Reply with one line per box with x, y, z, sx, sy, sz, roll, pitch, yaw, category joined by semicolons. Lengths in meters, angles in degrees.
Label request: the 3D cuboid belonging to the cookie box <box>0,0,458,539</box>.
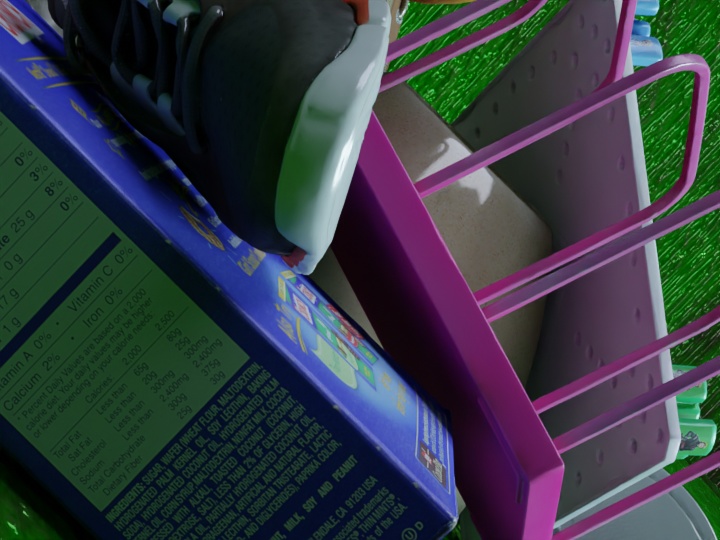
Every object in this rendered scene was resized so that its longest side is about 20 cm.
-0.067;0.009;0.652;0.200;0.075;0.171;45;5;-2;cookie box

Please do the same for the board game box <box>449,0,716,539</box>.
0.083;0.006;0.966;0.200;0.026;0.202;136;-48;-61;board game box

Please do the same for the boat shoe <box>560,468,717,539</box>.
0.151;0.173;1.021;0.201;0.074;0.060;60;8;33;boat shoe

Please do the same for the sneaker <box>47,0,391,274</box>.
-0.048;-0.056;0.635;0.081;0.078;0.200;15;12;-17;sneaker

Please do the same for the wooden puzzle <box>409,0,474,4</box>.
0.027;-0.155;0.942;0.184;0.047;0.199;18;31;38;wooden puzzle

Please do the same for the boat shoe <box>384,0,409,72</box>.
-0.020;-0.083;1.064;0.075;0.201;0.072;29;17;31;boat shoe

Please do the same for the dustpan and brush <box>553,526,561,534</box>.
0.040;0.080;1.136;0.200;0.057;0.139;55;14;30;dustpan and brush

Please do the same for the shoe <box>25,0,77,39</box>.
-0.103;-0.100;0.836;0.070;0.053;0.201;77;15;-50;shoe

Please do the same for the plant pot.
0.000;0.000;0.932;0.200;0.134;0.200;44;6;-6;plant pot

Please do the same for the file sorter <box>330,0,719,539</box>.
0.061;-0.022;0.776;0.201;0.125;0.139;62;-8;19;file sorter
